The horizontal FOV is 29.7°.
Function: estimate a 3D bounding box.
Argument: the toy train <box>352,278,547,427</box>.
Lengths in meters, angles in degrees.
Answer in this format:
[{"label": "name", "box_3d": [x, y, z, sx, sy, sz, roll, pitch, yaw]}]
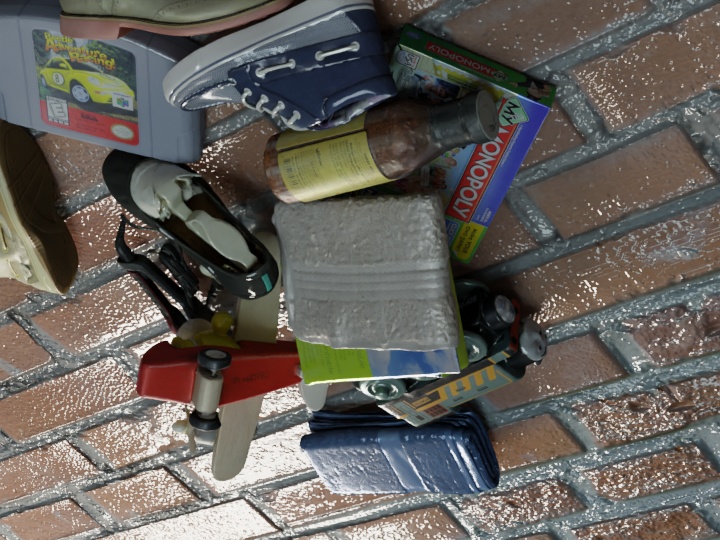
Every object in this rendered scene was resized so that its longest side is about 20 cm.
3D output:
[{"label": "toy train", "box_3d": [0.083, 0.082, 1.294, 0.114, 0.086, 0.199, 33, 136, -31]}]

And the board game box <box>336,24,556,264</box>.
[{"label": "board game box", "box_3d": [0.066, -0.101, 1.147, 0.133, 0.029, 0.201, 23, 138, -1]}]

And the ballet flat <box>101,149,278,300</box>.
[{"label": "ballet flat", "box_3d": [-0.151, -0.054, 1.221, 0.199, 0.068, 0.068, 38, 165, 5]}]

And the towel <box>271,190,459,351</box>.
[{"label": "towel", "box_3d": [0.000, 0.000, 1.171, 0.199, 0.034, 0.134, -1, 101, 45]}]

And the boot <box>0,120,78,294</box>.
[{"label": "boot", "box_3d": [-0.374, -0.062, 1.326, 0.154, 0.073, 0.201, 6, 138, 17]}]

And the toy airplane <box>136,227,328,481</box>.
[{"label": "toy airplane", "box_3d": [-0.119, 0.083, 1.320, 0.141, 0.200, 0.200, 25, 158, 40]}]

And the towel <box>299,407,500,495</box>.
[{"label": "towel", "box_3d": [0.043, 0.193, 1.441, 0.198, 0.049, 0.112, -6, 131, 25]}]

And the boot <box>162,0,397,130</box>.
[{"label": "boot", "box_3d": [-0.068, -0.146, 1.082, 0.199, 0.073, 0.091, -21, 82, 28]}]

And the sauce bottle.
[{"label": "sauce bottle", "box_3d": [0.016, -0.101, 1.096, 0.198, 0.066, 0.066, -9, 130, 31]}]

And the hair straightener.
[{"label": "hair straightener", "box_3d": [-0.174, 0.016, 1.362, 0.076, 0.041, 0.201, -27, 116, 14]}]

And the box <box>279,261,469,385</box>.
[{"label": "box", "box_3d": [0.017, 0.036, 1.220, 0.199, 0.047, 0.123, -8, 95, 45]}]

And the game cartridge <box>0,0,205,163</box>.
[{"label": "game cartridge", "box_3d": [-0.233, -0.170, 1.186, 0.198, 0.041, 0.134, 13, 133, 7]}]

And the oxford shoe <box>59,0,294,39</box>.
[{"label": "oxford shoe", "box_3d": [-0.150, -0.226, 1.073, 0.198, 0.071, 0.075, -3, 111, 9]}]
